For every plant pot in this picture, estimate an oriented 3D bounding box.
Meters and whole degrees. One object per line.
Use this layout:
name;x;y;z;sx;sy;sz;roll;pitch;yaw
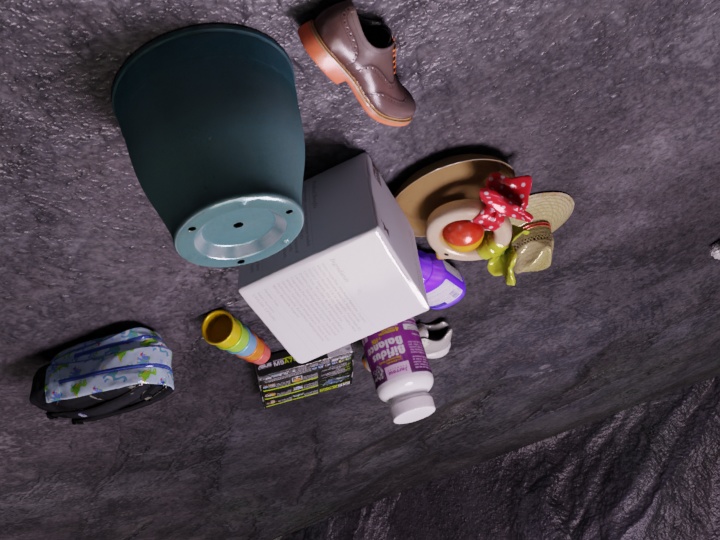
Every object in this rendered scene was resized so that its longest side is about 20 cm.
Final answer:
plant pot;-0.143;-0.114;0.884;0.199;0.189;0.200;-15;155;-7
plant pot;0.131;-0.114;1.251;0.199;0.028;0.200;-15;155;-7

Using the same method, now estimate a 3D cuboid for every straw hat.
straw hat;0.284;-0.040;1.428;0.200;0.086;0.201;-14;155;-7

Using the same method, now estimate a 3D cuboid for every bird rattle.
bird rattle;0.177;-0.058;1.256;0.162;0.113;0.200;-5;154;11

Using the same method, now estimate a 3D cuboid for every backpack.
backpack;-0.400;0.172;1.375;0.199;0.155;0.163;-4;159;25

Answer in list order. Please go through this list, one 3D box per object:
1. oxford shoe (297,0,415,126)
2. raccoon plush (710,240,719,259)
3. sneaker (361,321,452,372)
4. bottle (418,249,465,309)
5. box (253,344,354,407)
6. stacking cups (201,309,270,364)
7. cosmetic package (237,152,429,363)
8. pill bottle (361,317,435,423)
oxford shoe;0.018;-0.219;0.917;0.072;0.071;0.200;-33;151;20
raccoon plush;0.781;-0.072;1.691;0.200;0.097;0.134;-34;142;32
sneaker;0.096;0.145;1.716;0.199;0.076;0.092;-17;148;-20
bottle;0.110;0.011;1.443;0.083;0.066;0.200;-28;153;19
box;-0.112;0.207;1.722;0.199;0.048;0.193;-15;157;-9
stacking cups;-0.209;0.128;1.479;0.060;0.061;0.200;-21;154;7
cosmetic package;-0.037;-0.015;1.125;0.199;0.165;0.165;-23;130;14
pill bottle;0.074;0.182;1.606;0.112;0.201;0.112;-14;155;-7
